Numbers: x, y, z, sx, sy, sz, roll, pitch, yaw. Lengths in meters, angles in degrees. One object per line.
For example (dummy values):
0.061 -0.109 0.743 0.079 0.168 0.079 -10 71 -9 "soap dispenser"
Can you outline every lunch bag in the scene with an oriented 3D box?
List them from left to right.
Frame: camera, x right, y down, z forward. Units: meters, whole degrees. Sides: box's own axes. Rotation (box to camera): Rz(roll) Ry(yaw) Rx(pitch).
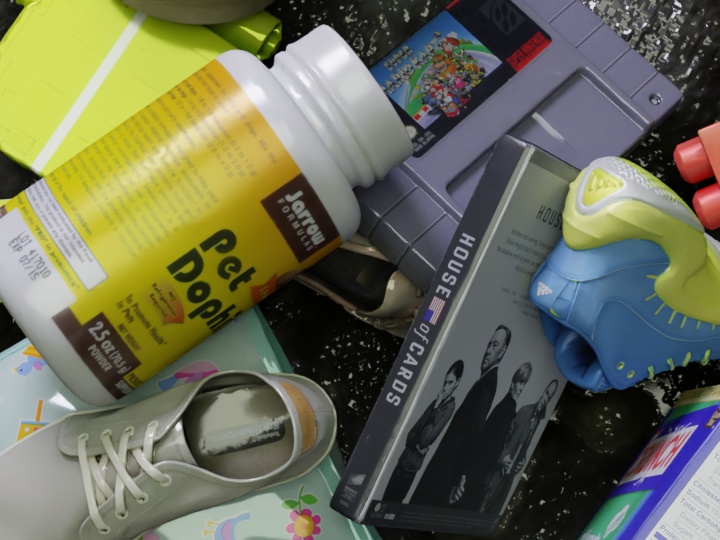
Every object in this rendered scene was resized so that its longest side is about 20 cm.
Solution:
-0.101 0.103 0.944 0.170 0.122 0.200 -29 87 -1 "lunch bag"

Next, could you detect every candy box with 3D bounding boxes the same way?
0.148 0.154 0.898 0.077 0.169 0.200 39 84 4 "candy box"

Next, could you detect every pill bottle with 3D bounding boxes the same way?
-0.077 -0.031 0.862 0.200 0.109 0.109 -35 81 -4 "pill bottle"

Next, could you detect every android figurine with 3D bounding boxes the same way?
-0.126 -0.088 1.013 0.200 0.041 0.182 31 85 4 "android figurine"

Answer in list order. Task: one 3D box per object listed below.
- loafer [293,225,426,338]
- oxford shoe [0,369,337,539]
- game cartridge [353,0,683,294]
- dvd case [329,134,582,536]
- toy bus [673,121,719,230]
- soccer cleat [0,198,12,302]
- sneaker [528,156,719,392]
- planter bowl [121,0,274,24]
0.000 0.000 0.960 0.200 0.072 0.063 29 43 -7 "loafer"
-0.109 0.095 0.859 0.200 0.058 0.075 -19 79 3 "oxford shoe"
0.069 -0.080 0.967 0.130 0.038 0.200 45 60 5 "game cartridge"
0.070 0.040 0.916 0.025 0.150 0.200 26 94 32 "dvd case"
0.276 -0.054 0.952 0.192 0.136 0.200 -27 83 12 "toy bus"
-0.226 -0.013 0.969 0.200 0.084 0.065 0 89 23 "soccer cleat"
0.150 0.023 0.927 0.105 0.200 0.076 -52 40 3 "sneaker"
-0.087 -0.219 0.967 0.200 0.135 0.200 6 51 -7 "planter bowl"
